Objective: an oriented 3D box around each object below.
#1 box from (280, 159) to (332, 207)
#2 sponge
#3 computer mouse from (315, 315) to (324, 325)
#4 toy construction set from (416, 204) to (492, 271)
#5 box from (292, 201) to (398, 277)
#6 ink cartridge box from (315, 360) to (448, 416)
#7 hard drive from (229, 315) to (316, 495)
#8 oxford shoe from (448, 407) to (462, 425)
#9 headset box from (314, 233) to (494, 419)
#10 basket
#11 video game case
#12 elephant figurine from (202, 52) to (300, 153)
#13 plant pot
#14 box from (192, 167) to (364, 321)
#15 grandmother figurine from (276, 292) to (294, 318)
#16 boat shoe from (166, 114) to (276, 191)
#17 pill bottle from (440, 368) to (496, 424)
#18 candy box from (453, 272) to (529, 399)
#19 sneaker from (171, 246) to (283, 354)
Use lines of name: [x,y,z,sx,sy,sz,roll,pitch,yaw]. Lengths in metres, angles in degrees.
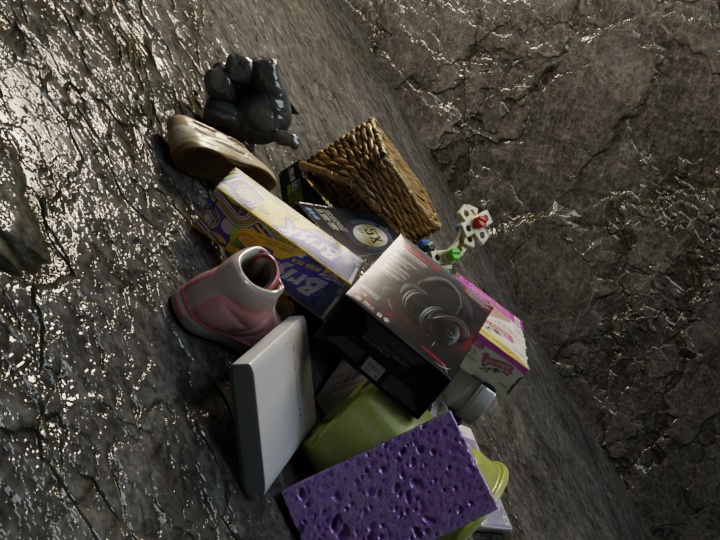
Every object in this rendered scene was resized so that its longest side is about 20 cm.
box: [-0.061,-0.062,1.444,0.160,0.044,0.201,48,20,-39]
sponge: [0.030,0.237,0.923,0.030,0.199,0.112,77,-12,-78]
computer mouse: [-0.031,0.105,1.288,0.059,0.034,0.202,2,67,-67]
toy construction set: [0.113,-0.019,1.337,0.130,0.200,0.093,-7,69,-37]
box: [0.000,0.000,1.237,0.163,0.087,0.200,7,31,-41]
ink cartridge box: [0.041,0.190,1.210,0.177,0.083,0.200,61,22,-8]
hard drive: [-0.089,0.136,0.950,0.200,0.026,0.133,-43,129,-75]
oxford shoe: [0.102,0.204,1.420,0.200,0.084,0.073,35,33,-47]
headset box: [0.059,0.055,1.040,0.148,0.077,0.200,39,34,4]
basket: [0.018,-0.109,1.408,0.200,0.148,0.143,49,16,-42]
video game case: [0.196,0.360,1.566,0.182,0.023,0.201,33,32,-60]
elephant figurine: [-0.159,-0.252,1.337,0.200,0.140,0.157,-120,-151,-86]
plant pot: [0.036,0.225,1.023,0.184,0.200,0.200,49,16,-1]
box: [-0.097,-0.031,1.079,0.199,0.070,0.064,36,32,-5]
grandmother figurine: [-0.119,-0.026,1.173,0.201,0.060,0.122,-99,164,-45]
boat shoe: [-0.178,-0.149,1.171,0.200,0.071,0.065,29,36,-61]
pill bottle: [0.110,0.138,1.343,0.199,0.113,0.112,38,15,3]
candy box: [0.173,0.089,1.300,0.136,0.061,0.200,36,18,-4]
sneaker: [-0.114,0.034,0.991,0.076,0.104,0.200,61,14,22]
